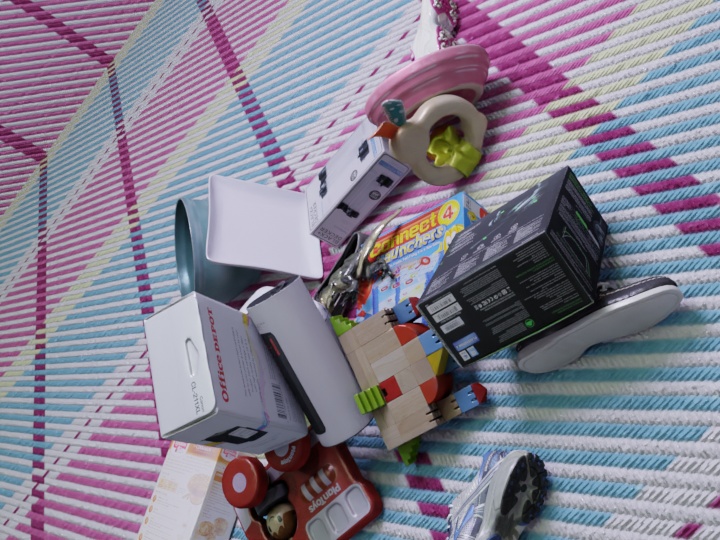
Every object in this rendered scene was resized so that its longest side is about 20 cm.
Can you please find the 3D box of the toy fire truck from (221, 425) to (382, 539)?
[{"bbox_3d":[-0.080,0.300,1.053,0.200,0.111,0.169,-43,60,16],"label":"toy fire truck"}]

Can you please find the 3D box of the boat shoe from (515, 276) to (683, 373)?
[{"bbox_3d":[0.248,0.047,0.861,0.199,0.073,0.061,-37,45,40],"label":"boat shoe"}]

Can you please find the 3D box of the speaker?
[{"bbox_3d":[-0.061,0.110,0.991,0.080,0.203,0.081,-28,8,4],"label":"speaker"}]

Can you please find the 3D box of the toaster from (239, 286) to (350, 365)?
[{"bbox_3d":[-0.097,0.108,1.143,0.197,0.130,0.114,15,54,39],"label":"toaster"}]

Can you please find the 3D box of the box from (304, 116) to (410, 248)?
[{"bbox_3d":[-0.008,-0.147,1.293,0.200,0.059,0.118,-45,37,32],"label":"box"}]

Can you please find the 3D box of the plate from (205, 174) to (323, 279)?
[{"bbox_3d":[-0.165,-0.067,1.353,0.033,0.196,0.202,118,154,-42],"label":"plate"}]

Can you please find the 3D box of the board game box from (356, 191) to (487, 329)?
[{"bbox_3d":[0.082,0.023,1.088,0.198,0.055,0.199,-27,47,37],"label":"board game box"}]

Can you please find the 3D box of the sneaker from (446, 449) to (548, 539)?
[{"bbox_3d":[0.127,0.282,0.847,0.202,0.077,0.085,-60,25,-14],"label":"sneaker"}]

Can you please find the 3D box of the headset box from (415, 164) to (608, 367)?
[{"bbox_3d":[0.177,-0.011,0.904,0.173,0.093,0.201,-32,12,32],"label":"headset box"}]

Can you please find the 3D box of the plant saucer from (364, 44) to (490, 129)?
[{"bbox_3d":[0.103,-0.254,1.174,0.199,0.199,0.052,-29,78,34],"label":"plant saucer"}]

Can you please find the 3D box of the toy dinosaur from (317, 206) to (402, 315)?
[{"bbox_3d":[0.000,0.000,1.117,0.201,0.047,0.088,-50,28,12],"label":"toy dinosaur"}]

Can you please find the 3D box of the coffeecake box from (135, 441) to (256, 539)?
[{"bbox_3d":[-0.260,0.365,1.239,0.152,0.072,0.204,-4,62,49],"label":"coffeecake box"}]

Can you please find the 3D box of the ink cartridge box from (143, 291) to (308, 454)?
[{"bbox_3d":[-0.158,0.129,0.958,0.082,0.199,0.148,-25,64,18],"label":"ink cartridge box"}]

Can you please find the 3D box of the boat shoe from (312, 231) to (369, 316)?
[{"bbox_3d":[-0.041,0.026,1.232,0.201,0.057,0.067,-53,36,8],"label":"boat shoe"}]

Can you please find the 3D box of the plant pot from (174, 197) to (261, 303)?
[{"bbox_3d":[-0.251,-0.031,1.429,0.200,0.131,0.206,174,90,-69],"label":"plant pot"}]

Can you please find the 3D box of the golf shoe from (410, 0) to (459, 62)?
[{"bbox_3d":[0.115,-0.397,1.337,0.091,0.075,0.204,-30,44,38],"label":"golf shoe"}]

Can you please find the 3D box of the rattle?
[{"bbox_3d":[0.071,-0.204,1.135,0.144,0.196,0.132,61,140,44],"label":"rattle"}]

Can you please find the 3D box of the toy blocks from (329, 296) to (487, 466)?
[{"bbox_3d":[0.065,0.116,0.970,0.135,0.099,0.203,-32,76,25],"label":"toy blocks"}]
